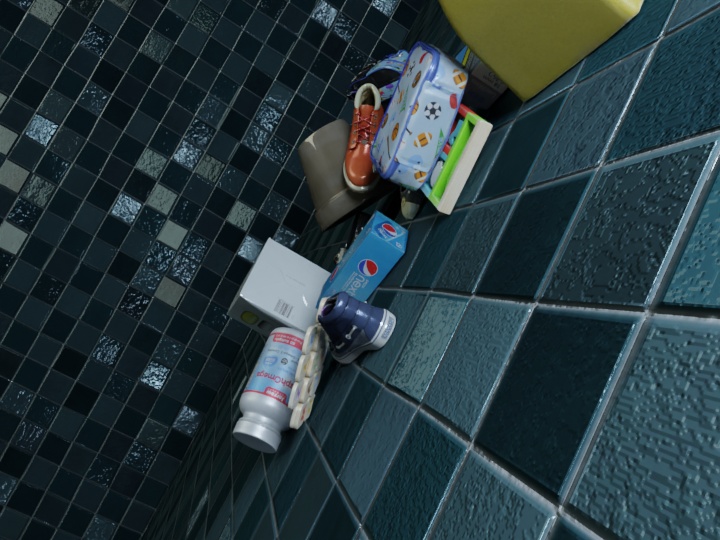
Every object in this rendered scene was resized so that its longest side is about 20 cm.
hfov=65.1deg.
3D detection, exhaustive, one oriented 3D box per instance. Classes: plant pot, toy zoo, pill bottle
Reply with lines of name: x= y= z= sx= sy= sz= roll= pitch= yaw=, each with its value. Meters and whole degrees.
plant pot: x=0.194 y=-0.360 z=0.635 sx=0.197 sy=0.198 sz=0.195 roll=-64 pitch=13 yaw=-17
plant pot: x=-0.039 y=-0.204 z=1.165 sx=0.198 sy=0.175 sz=0.200 roll=-32 pitch=2 yaw=1
toy zoo: x=0.118 y=-0.183 z=0.829 sx=0.201 sy=0.020 sz=0.133 roll=-112 pitch=42 yaw=-57
pill bottle: x=-0.150 y=0.214 z=1.012 sx=0.109 sy=0.108 sz=0.202 roll=-44 pitch=21 yaw=55

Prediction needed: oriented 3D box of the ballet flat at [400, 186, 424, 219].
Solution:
ballet flat: x=0.079 y=-0.188 z=0.947 sx=0.066 sy=0.056 sz=0.204 roll=-173 pitch=84 yaw=-66

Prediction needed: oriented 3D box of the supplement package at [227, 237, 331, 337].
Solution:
supplement package: x=-0.173 y=0.063 z=1.261 sx=0.149 sy=0.189 sz=0.200 roll=-65 pitch=11 yaw=-23

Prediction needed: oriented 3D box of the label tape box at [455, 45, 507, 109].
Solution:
label tape box: x=0.204 y=-0.329 z=0.859 sx=0.200 sy=0.063 sz=0.146 roll=-44 pitch=22 yaw=60

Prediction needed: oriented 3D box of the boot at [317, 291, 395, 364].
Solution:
boot: x=-0.026 y=0.079 z=0.829 sx=0.200 sy=0.089 sz=0.074 roll=-40 pitch=24 yaw=61

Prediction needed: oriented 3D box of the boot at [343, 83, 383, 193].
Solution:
boot: x=0.006 y=-0.245 z=1.039 sx=0.108 sy=0.074 sz=0.203 roll=83 pitch=-169 yaw=-63

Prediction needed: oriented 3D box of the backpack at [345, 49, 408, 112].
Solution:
backpack: x=0.090 y=-0.384 z=1.231 sx=0.135 sy=0.183 sz=0.199 roll=-47 pitch=20 yaw=-21

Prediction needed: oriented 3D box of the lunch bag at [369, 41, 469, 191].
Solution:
lunch bag: x=0.077 y=-0.225 z=0.833 sx=0.161 sy=0.074 sz=0.202 roll=-108 pitch=39 yaw=-58

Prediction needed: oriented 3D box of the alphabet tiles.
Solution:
alphabet tiles: x=-0.071 y=0.142 z=0.889 sx=0.196 sy=0.014 sz=0.204 roll=13 pitch=-89 yaw=-83

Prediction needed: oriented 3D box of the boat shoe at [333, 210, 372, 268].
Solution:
boat shoe: x=-0.024 y=-0.028 z=1.160 sx=0.202 sy=0.056 sz=0.069 roll=-63 pitch=12 yaw=-11

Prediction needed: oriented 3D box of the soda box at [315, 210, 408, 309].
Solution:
soda box: x=0.000 y=0.000 z=0.960 sx=0.201 sy=0.067 sz=0.065 roll=-53 pitch=13 yaw=38
